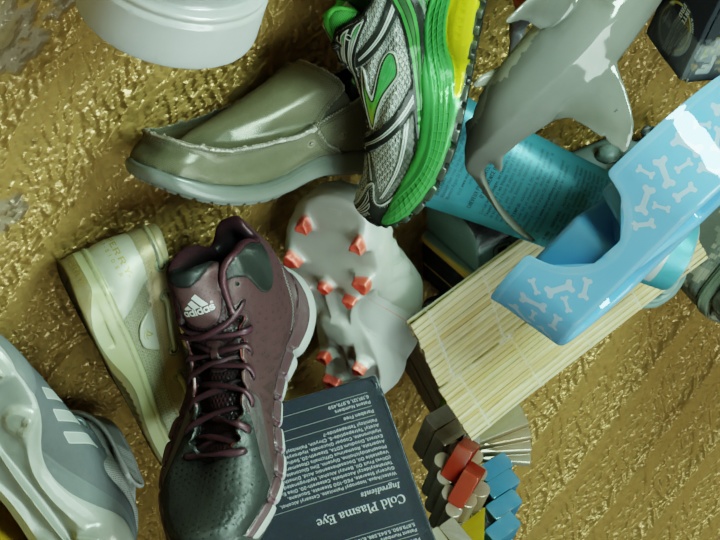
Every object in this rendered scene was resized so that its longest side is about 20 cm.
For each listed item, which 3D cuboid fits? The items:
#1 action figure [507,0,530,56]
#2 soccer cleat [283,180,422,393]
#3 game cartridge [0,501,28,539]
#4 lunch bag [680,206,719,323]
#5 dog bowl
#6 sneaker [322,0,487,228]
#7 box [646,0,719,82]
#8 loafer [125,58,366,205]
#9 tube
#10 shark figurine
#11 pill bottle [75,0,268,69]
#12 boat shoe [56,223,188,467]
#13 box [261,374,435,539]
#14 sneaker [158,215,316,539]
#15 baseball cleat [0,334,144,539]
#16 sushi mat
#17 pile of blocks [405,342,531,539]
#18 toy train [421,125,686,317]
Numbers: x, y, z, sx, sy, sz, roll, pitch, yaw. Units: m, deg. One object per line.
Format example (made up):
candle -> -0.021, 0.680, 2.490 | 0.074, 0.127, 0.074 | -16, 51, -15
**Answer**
action figure -> 0.090, -0.201, 1.634 | 0.200, 0.105, 0.194 | -12, 135, 7
soccer cleat -> 0.000, 0.000, 1.767 | 0.078, 0.069, 0.200 | -58, 158, -29
game cartridge -> -0.176, 0.201, 1.717 | 0.032, 0.200, 0.176 | -47, 143, 9
lunch bag -> 0.319, -0.018, 1.931 | 0.200, 0.168, 0.139 | -50, 143, 14
dog bowl -> 0.156, -0.031, 1.654 | 0.200, 0.050, 0.111 | -48, 170, 36
sneaker -> 0.020, -0.115, 1.600 | 0.085, 0.078, 0.200 | 11, 121, 2
box -> 0.274, -0.185, 1.649 | 0.200, 0.049, 0.161 | -6, 140, -32
loafer -> -0.046, -0.085, 1.644 | 0.200, 0.075, 0.070 | -15, 116, -41
tube -> 0.103, -0.047, 1.749 | 0.200, 0.050, 0.077 | 23, 92, -16
shark figurine -> 0.108, -0.087, 1.602 | 0.128, 0.090, 0.214 | -29, 160, -52
pill bottle -> -0.072, -0.206, 1.443 | 0.114, 0.114, 0.200 | -9, 135, -34
boat shoe -> -0.115, 0.051, 1.720 | 0.063, 0.073, 0.201 | -29, 136, -6
box -> -0.015, 0.192, 1.806 | 0.104, 0.182, 0.200 | -17, 158, -11
sneaker -> -0.086, 0.057, 1.645 | 0.076, 0.200, 0.116 | -5, 142, 20
baseball cleat -> -0.189, 0.094, 1.711 | 0.070, 0.106, 0.200 | -17, 119, 16
sushi mat -> 0.121, 0.012, 1.800 | 0.200, 0.012, 0.096 | -36, 124, -16
pile of blocks -> 0.073, 0.114, 1.847 | 0.082, 0.200, 0.062 | 2, 152, -9
toy train -> 0.126, -0.019, 1.845 | 0.200, 0.085, 0.114 | -21, 131, -23
